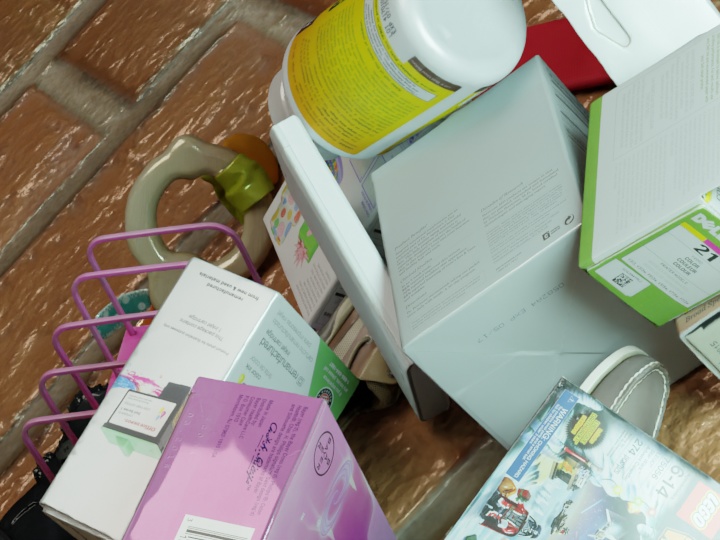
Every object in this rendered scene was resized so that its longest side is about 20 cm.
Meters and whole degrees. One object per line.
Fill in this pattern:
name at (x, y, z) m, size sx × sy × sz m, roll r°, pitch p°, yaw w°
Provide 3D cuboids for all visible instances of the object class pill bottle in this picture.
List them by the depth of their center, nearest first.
pill bottle at (0.019, -0.147, 1.727) m, size 0.200 × 0.109 × 0.109 m, roll -30°, pitch 32°, yaw 51°

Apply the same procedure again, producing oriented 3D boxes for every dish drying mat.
dish drying mat at (0.176, -0.169, 1.915) m, size 0.200 × 0.018 × 0.077 m, roll -8°, pitch 48°, yaw 44°

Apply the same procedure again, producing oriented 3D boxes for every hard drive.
hard drive at (0.000, 0.000, 1.724) m, size 0.026 × 0.132 × 0.200 m, roll -28°, pitch 70°, yaw -4°

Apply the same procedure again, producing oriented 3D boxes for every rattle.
rattle at (-0.149, -0.018, 2.081) m, size 0.143 × 0.130 × 0.200 m, roll -126°, pitch 55°, yaw -69°

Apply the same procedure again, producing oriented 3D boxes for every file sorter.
file sorter at (-0.154, 0.076, 1.843) m, size 0.139 × 0.126 × 0.200 m, roll -7°, pitch 44°, yaw 20°

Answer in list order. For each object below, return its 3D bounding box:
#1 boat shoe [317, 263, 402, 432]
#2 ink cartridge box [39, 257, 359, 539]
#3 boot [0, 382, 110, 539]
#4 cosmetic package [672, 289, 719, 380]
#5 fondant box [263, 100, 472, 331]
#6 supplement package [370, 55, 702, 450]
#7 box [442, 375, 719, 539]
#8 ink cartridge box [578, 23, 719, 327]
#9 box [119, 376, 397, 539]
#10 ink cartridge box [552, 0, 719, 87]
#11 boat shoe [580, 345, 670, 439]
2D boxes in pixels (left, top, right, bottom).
boat shoe at (0.000, 0.072, 1.804) m, size 0.200 × 0.076 × 0.074 m, roll -43°, pitch 63°, yaw -13°
ink cartridge box at (-0.106, 0.116, 1.675) m, size 0.084 × 0.145 × 0.200 m, roll 22°, pitch 74°, yaw 33°
boot at (-0.205, 0.171, 1.914) m, size 0.168 × 0.076 × 0.200 m, roll -56°, pitch 26°, yaw -10°
cosmetic package at (0.251, -0.023, 1.586) m, size 0.103 × 0.087 × 0.200 m, roll -36°, pitch 32°, yaw 21°
fondant box at (0.009, -0.068, 1.874) m, size 0.200 × 0.058 × 0.144 m, roll -58°, pitch 32°, yaw 25°
supplement package at (0.118, -0.006, 1.663) m, size 0.152 × 0.151 × 0.200 m, roll -35°, pitch 33°, yaw 18°
box at (0.119, 0.183, 1.473) m, size 0.200 × 0.137 × 0.040 m, roll -53°, pitch -13°, yaw -12°
ink cartridge box at (0.232, -0.077, 1.494) m, size 0.200 × 0.076 × 0.148 m, roll -31°, pitch 36°, yaw 36°
box at (-0.067, 0.200, 1.581) m, size 0.097 × 0.200 × 0.176 m, roll 9°, pitch 57°, yaw 25°
ink cartridge box at (0.193, -0.176, 1.696) m, size 0.083 × 0.145 × 0.200 m, roll -38°, pitch -4°, yaw 9°
boat shoe at (0.147, 0.141, 1.540) m, size 0.059 × 0.072 × 0.200 m, roll 13°, pitch 68°, yaw 49°
